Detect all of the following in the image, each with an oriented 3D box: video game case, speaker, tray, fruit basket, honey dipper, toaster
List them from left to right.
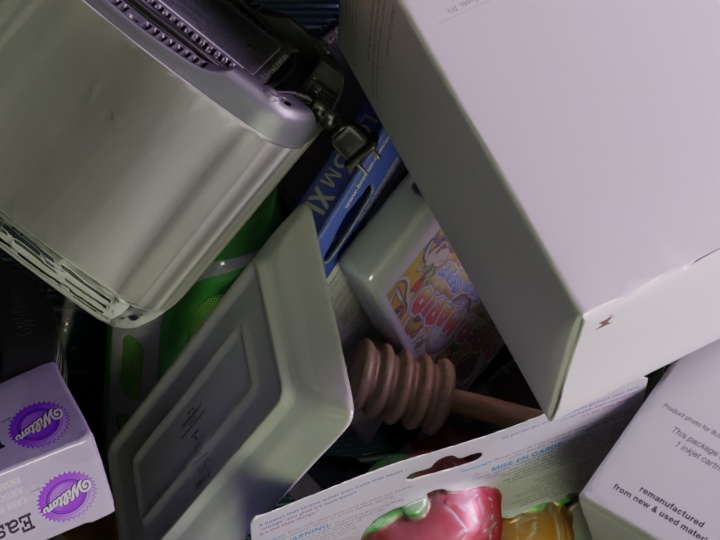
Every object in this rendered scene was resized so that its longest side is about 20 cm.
[{"bbox_3d":[-0.100,-0.069,0.869,0.199,0.114,0.129,38,114,-3],"label":"toaster"},{"bbox_3d":[-0.085,0.039,1.027,0.088,0.089,0.201,-11,131,-24],"label":"speaker"},{"bbox_3d":[-0.066,0.069,0.915,0.022,0.108,0.200,7,142,-30],"label":"tray"},{"bbox_3d":[0.034,0.121,0.952,0.184,0.094,0.201,-19,145,-12],"label":"fruit basket"},{"bbox_3d":[0.072,-0.031,1.031,0.182,0.023,0.200,-51,157,-10],"label":"video game case"},{"bbox_3d":[0.089,0.076,1.007,0.198,0.038,0.038,16,119,-12],"label":"honey dipper"}]

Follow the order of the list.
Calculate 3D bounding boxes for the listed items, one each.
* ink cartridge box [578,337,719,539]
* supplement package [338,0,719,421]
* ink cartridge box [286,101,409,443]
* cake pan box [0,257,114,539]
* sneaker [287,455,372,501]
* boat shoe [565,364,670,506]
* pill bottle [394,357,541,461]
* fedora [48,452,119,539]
[{"bbox_3d":[0.194,0.070,0.940,0.200,0.083,0.147,-52,151,-16],"label":"ink cartridge box"},{"bbox_3d":[0.086,-0.064,0.858,0.120,0.201,0.120,-24,159,-12],"label":"supplement package"},{"bbox_3d":[0.000,0.000,1.011,0.120,0.042,0.200,-57,159,-10],"label":"ink cartridge box"},{"bbox_3d":[-0.220,0.067,0.895,0.198,0.185,0.053,-22,134,-13],"label":"cake pan box"},{"bbox_3d":[0.042,0.121,1.084,0.199,0.075,0.085,33,91,-22],"label":"sneaker"},{"bbox_3d":[0.133,0.043,1.092,0.071,0.203,0.061,19,150,0],"label":"boat shoe"},{"bbox_3d":[0.125,0.088,1.178,0.199,0.111,0.111,-38,136,2],"label":"pill bottle"},{"bbox_3d":[-0.165,0.124,1.013,0.082,0.199,0.202,-54,144,-29],"label":"fedora"}]
